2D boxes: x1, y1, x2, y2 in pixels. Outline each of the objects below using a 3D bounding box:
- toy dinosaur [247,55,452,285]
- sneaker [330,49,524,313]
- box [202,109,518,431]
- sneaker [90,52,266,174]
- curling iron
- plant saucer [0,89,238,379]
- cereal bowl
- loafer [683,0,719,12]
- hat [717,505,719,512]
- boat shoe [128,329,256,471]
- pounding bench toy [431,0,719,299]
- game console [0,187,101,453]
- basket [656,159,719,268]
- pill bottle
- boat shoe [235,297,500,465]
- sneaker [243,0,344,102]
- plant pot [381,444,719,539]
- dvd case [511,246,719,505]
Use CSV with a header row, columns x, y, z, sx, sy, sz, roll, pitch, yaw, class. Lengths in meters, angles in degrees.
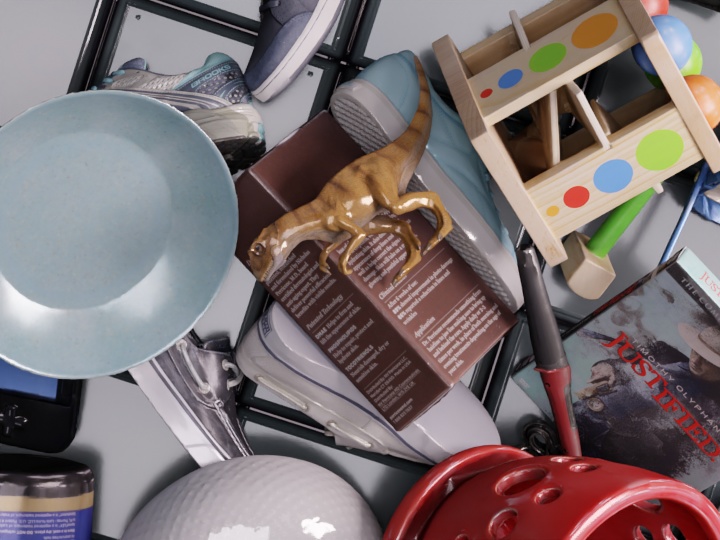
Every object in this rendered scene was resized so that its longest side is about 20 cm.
x,y,z,sx,sy,sz,roll,pitch,yaw,class
0.014,-0.055,1.649,0.106,0.060,0.200,47,65,3,toy dinosaur
0.068,-0.065,1.746,0.082,0.074,0.200,-41,106,-23,sneaker
0.000,0.000,1.713,0.200,0.100,0.075,49,133,1,box
-0.166,-0.095,1.742,0.199,0.078,0.087,-12,66,4,sneaker
0.122,0.069,1.726,0.049,0.026,0.200,-2,125,9,curling iron
-0.180,-0.028,1.659,0.200,0.039,0.202,-9,114,-20,plant saucer
-0.069,0.231,1.709,0.199,0.083,0.201,-5,114,-12,cereal bowl
0.169,-0.213,1.741,0.200,0.068,0.071,21,77,4,loafer
0.333,0.215,1.732,0.200,0.081,0.201,5,77,-20,hat
-0.113,0.072,1.745,0.068,0.072,0.200,-36,86,1,boat shoe
0.171,-0.091,1.706,0.156,0.124,0.200,-29,127,9,pounding bench toy
-0.276,0.035,1.680,0.175,0.116,0.201,12,112,6,game console
0.299,-0.026,1.722,0.176,0.139,0.201,19,83,-3,basket
-0.241,0.230,1.721,0.111,0.112,0.201,3,92,-3,pill bottle
0.003,0.091,1.752,0.200,0.071,0.070,29,134,-20,boat shoe
-0.069,-0.229,1.720,0.146,0.077,0.203,28,80,-14,sneaker
0.122,0.213,1.677,0.200,0.182,0.201,-13,110,-38,plant pot
0.207,0.081,1.709,0.146,0.200,0.022,47,49,-4,dvd case
